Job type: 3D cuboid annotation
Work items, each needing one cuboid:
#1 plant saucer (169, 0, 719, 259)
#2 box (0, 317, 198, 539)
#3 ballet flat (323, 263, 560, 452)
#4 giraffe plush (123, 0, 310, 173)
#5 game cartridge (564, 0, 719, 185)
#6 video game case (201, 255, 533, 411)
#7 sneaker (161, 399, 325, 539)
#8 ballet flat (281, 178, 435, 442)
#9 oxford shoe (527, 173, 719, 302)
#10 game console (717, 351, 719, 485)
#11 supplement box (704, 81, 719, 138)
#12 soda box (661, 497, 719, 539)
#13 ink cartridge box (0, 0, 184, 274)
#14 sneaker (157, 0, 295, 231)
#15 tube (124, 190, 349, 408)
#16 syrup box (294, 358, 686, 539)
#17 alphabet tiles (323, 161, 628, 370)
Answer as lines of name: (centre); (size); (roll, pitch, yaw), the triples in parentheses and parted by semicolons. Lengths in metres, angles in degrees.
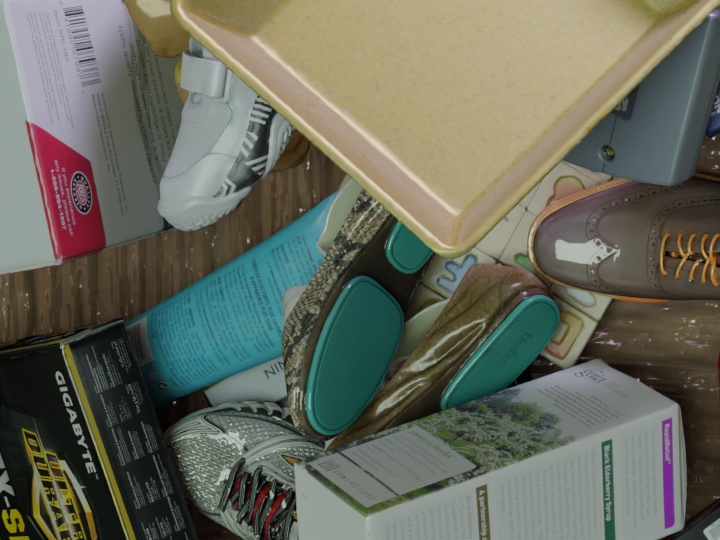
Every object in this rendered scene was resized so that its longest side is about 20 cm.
plant saucer: (0.045, -0.123, 1.221); (0.200, 0.049, 0.200); (-44, 69, -11)
box: (-0.164, 0.135, 1.495); (0.159, 0.049, 0.201); (-10, 100, 56)
ballet flat: (0.025, 0.074, 1.390); (0.200, 0.068, 0.072); (-52, 46, -4)
giraffe plush: (-0.032, -0.178, 1.396); (0.161, 0.173, 0.201); (-25, 55, 13)
game cartridge: (0.098, -0.130, 1.296); (0.199, 0.041, 0.134); (32, 131, 29)
video game case: (0.027, 0.111, 1.470); (0.180, 0.025, 0.201); (-32, 86, 23)
sneaker: (-0.030, 0.133, 1.439); (0.199, 0.082, 0.078); (20, 106, 18)
ballet flat: (0.000, 0.000, 1.382); (0.075, 0.068, 0.201); (13, 69, 44)
oxford shoe: (0.183, -0.016, 1.351); (0.199, 0.073, 0.072); (-3, 97, 16)
game console: (0.274, 0.119, 1.320); (0.176, 0.031, 0.202); (0, 84, 5)
supplement box: (0.246, -0.165, 1.290); (0.199, 0.109, 0.109); (-30, 87, 23)
soda box: (0.158, 0.197, 1.406); (0.200, 0.071, 0.063); (-39, 85, 23)
ink cartridge box: (-0.161, -0.085, 1.420); (0.083, 0.200, 0.146); (-10, 95, 27)
sneaker: (-0.074, -0.127, 1.281); (0.115, 0.075, 0.201); (31, 87, -22)
tube: (-0.074, 0.029, 1.468); (0.199, 0.050, 0.078); (-26, 88, 32)
syrup box: (0.070, 0.119, 1.340); (0.079, 0.199, 0.082); (31, 131, 54)
alphabet tiles: (0.078, -0.042, 1.415); (0.166, 0.006, 0.201); (31, 101, 9)
